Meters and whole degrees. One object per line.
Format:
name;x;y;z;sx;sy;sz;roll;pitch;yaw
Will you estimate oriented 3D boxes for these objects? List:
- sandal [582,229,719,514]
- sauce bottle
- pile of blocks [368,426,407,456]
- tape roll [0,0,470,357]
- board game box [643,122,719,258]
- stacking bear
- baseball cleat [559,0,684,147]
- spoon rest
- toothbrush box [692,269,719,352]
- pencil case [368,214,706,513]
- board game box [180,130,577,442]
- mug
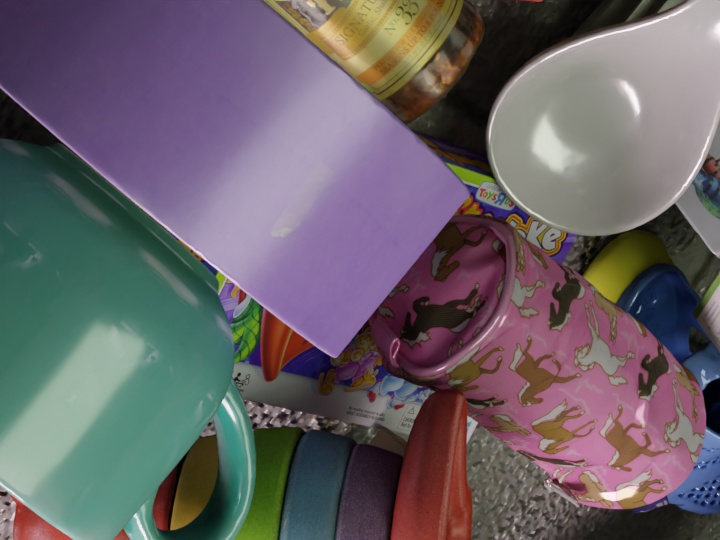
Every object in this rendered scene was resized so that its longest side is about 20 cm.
sandal;0.174;0.070;1.317;0.079;0.087;0.200;-43;137;-10
sauce bottle;-0.039;-0.139;0.981;0.200;0.066;0.066;38;92;-22
pile of blocks;-0.004;0.146;1.245;0.082;0.062;0.201;-20;137;-38
tape roll;-0.059;-0.061;0.959;0.085;0.200;0.200;-50;136;1
board game box;0.245;-0.086;1.211;0.200;0.064;0.147;-40;167;12
stacking bear;-0.056;0.117;1.109;0.199;0.114;0.122;4;142;8
baseball cleat;0.166;-0.130;1.188;0.200;0.070;0.106;-44;150;20
spoon rest;0.135;-0.096;1.114;0.099;0.061;0.200;31;113;-15
toothbrush box;0.269;-0.018;1.176;0.199;0.086;0.146;-32;168;-9
pencil case;0.084;0.046;1.167;0.200;0.082;0.087;38;60;-46
board game box;0.000;0.000;1.159;0.199;0.045;0.135;15;107;-43
mug;-0.119;0.026;1.009;0.115;0.152;0.185;-50;149;-5
